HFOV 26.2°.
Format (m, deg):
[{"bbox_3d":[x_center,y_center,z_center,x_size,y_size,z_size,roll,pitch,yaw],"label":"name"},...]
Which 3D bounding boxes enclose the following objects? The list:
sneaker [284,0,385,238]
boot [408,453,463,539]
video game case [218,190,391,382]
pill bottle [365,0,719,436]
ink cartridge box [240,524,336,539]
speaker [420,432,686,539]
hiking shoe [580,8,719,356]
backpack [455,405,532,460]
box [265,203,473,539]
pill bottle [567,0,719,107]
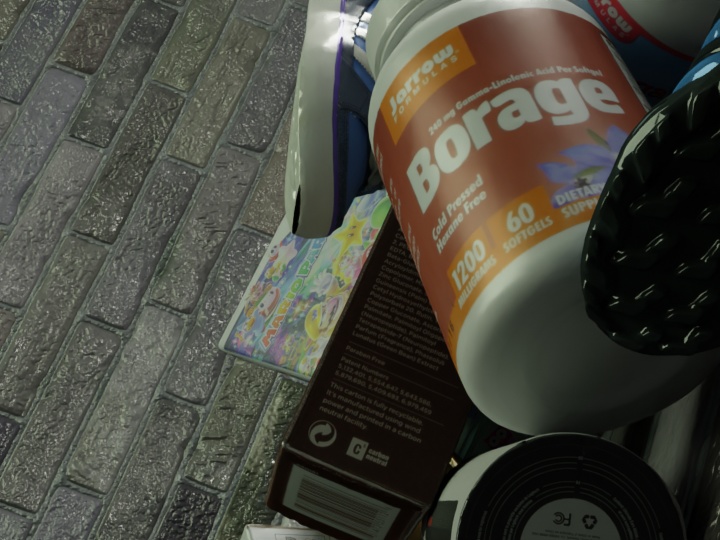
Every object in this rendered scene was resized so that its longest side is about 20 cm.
[{"bbox_3d":[0.038,-0.094,0.849,0.081,0.146,0.200,103,173,-49],"label":"sneaker"},{"bbox_3d":[0.019,0.138,0.769,0.074,0.075,0.200,-59,32,24],"label":"boot"},{"bbox_3d":[0.000,0.000,0.898,0.200,0.018,0.143,11,72,57],"label":"video game case"},{"bbox_3d":[0.067,-0.040,0.625,0.200,0.112,0.112,-110,29,-43],"label":"pill bottle"},{"bbox_3d":[-0.029,0.266,0.812,0.200,0.084,0.176,-107,29,-47],"label":"ink cartridge box"},{"bbox_3d":[0.069,0.108,0.616,0.200,0.081,0.081,99,-168,-82],"label":"speaker"},{"bbox_3d":[0.140,-0.060,0.489,0.200,0.074,0.087,-60,-6,19],"label":"hiking shoe"},{"bbox_3d":[0.056,0.105,0.922,0.167,0.126,0.200,-17,-50,-86],"label":"backpack"},{"bbox_3d":[0.029,0.025,0.729,0.100,0.075,0.200,108,-175,-66],"label":"box"},{"bbox_3d":[0.137,-0.129,0.711,0.200,0.109,0.109,-44,21,61],"label":"pill bottle"}]
